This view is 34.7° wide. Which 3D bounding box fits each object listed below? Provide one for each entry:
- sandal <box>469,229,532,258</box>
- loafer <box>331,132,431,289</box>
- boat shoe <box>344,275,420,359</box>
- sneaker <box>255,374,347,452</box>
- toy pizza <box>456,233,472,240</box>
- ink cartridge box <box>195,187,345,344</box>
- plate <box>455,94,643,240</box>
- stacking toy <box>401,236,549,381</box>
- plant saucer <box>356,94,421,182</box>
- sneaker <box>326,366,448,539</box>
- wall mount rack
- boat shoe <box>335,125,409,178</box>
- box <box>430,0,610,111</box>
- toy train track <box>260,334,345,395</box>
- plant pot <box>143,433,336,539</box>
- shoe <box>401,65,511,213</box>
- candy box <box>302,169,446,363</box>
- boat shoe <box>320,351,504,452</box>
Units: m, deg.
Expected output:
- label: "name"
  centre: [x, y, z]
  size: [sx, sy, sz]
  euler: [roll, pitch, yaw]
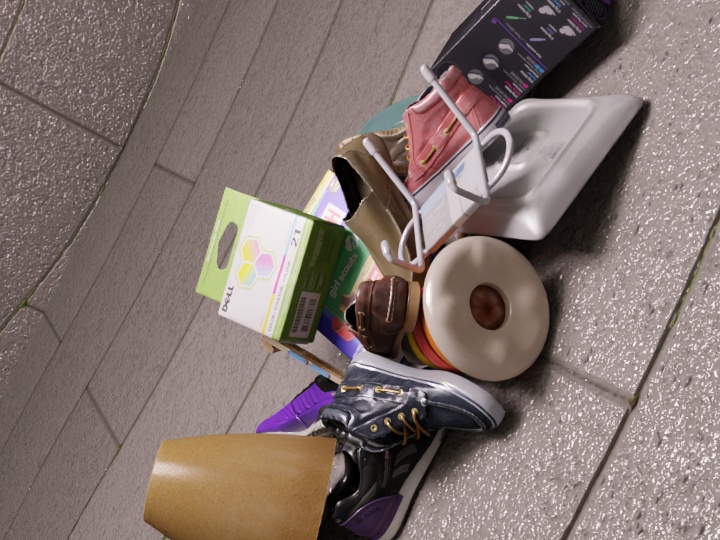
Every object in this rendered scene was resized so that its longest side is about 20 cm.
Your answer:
- label: "sandal"
  centre: [0.114, 0.010, 1.290]
  size: [0.200, 0.074, 0.045]
  euler: [-50, 25, 32]
- label: "loafer"
  centre: [0.018, -0.055, 1.300]
  size: [0.076, 0.067, 0.203]
  euler: [-38, 70, 55]
- label: "boat shoe"
  centre: [0.017, 0.047, 1.224]
  size: [0.200, 0.069, 0.072]
  euler: [105, 169, -71]
- label: "sneaker"
  centre: [-0.055, 0.179, 1.467]
  size: [0.199, 0.069, 0.101]
  euler: [-19, 47, 46]
- label: "toy pizza"
  centre: [0.169, -0.102, 1.336]
  size: [0.200, 0.031, 0.202]
  euler: [-44, 32, 36]
- label: "ink cartridge box"
  centre: [-0.132, -0.012, 1.404]
  size: [0.198, 0.075, 0.150]
  euler: [20, 96, 32]
- label: "plate"
  centre: [0.180, -0.121, 1.238]
  size: [0.200, 0.032, 0.199]
  euler: [-51, 27, -16]
- label: "stacking toy"
  centre: [0.094, 0.058, 1.222]
  size: [0.200, 0.144, 0.148]
  euler: [-32, 39, 61]
- label: "plant saucer"
  centre: [0.059, -0.173, 1.506]
  size: [0.197, 0.036, 0.201]
  euler: [-21, 35, 15]
- label: "sneaker"
  centre: [0.030, 0.192, 1.258]
  size: [0.075, 0.087, 0.203]
  euler: [6, 71, 63]
- label: "wall mount rack"
  centre: [0.070, -0.103, 1.195]
  size: [0.200, 0.074, 0.176]
  euler: [-47, 35, 37]
- label: "boat shoe"
  centre: [0.069, -0.147, 1.395]
  size: [0.197, 0.066, 0.075]
  euler: [1, 102, 23]
- label: "box"
  centre: [0.186, -0.280, 1.349]
  size: [0.200, 0.106, 0.123]
  euler: [-42, 11, 39]
- label: "toy train track"
  centre: [-0.037, 0.133, 1.371]
  size: [0.198, 0.114, 0.033]
  euler: [29, 108, 22]
- label: "plant pot"
  centre: [-0.141, 0.262, 1.320]
  size: [0.186, 0.197, 0.190]
  euler: [-166, 90, -88]
- label: "shoe"
  centre: [0.078, -0.144, 1.289]
  size: [0.200, 0.091, 0.072]
  euler: [-42, 7, 48]
- label: "candy box"
  centre: [0.000, 0.000, 1.409]
  size: [0.199, 0.077, 0.171]
  euler: [38, 103, 32]
- label: "boat shoe"
  centre: [0.052, 0.153, 1.201]
  size: [0.198, 0.071, 0.091]
  euler: [11, 57, 40]
